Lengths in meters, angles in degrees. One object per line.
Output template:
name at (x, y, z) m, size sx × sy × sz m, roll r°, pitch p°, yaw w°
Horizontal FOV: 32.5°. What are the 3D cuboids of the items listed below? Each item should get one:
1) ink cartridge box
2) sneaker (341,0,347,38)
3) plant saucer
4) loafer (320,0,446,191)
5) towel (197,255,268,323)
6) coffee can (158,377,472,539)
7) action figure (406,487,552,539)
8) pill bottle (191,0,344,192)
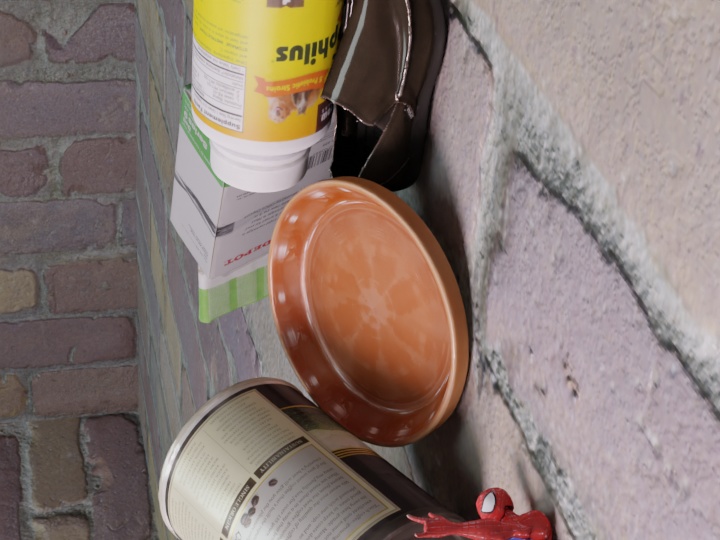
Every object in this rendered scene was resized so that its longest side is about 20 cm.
ink cartridge box at (-0.090, -0.099, 1.122) m, size 0.084 × 0.145 × 0.201 m, roll 53°, pitch 152°, yaw 20°
sneaker at (0.003, -0.227, 0.952) m, size 0.080 × 0.073 × 0.202 m, roll -80°, pitch -2°, yaw -55°
plant saucer at (0.006, 0.029, 0.908) m, size 0.199 × 0.032 × 0.203 m, roll 23°, pitch 122°, yaw 41°
loafer at (0.011, -0.134, 0.872) m, size 0.073 × 0.071 × 0.202 m, roll 31°, pitch 136°, yaw 37°
towel at (-0.116, -0.060, 1.275) m, size 0.030 × 0.148 × 0.203 m, roll 25°, pitch 122°, yaw 37°
coffee can at (-0.033, 0.186, 0.880) m, size 0.199 × 0.145 × 0.148 m, roll 32°, pitch 128°, yaw 42°
action figure at (0.081, 0.204, 0.689) m, size 0.201 × 0.098 × 0.066 m, roll -107°, pitch 21°, yaw -47°
pill bottle at (-0.069, -0.162, 0.904) m, size 0.110 × 0.108 × 0.202 m, roll -112°, pitch 23°, yaw -49°
